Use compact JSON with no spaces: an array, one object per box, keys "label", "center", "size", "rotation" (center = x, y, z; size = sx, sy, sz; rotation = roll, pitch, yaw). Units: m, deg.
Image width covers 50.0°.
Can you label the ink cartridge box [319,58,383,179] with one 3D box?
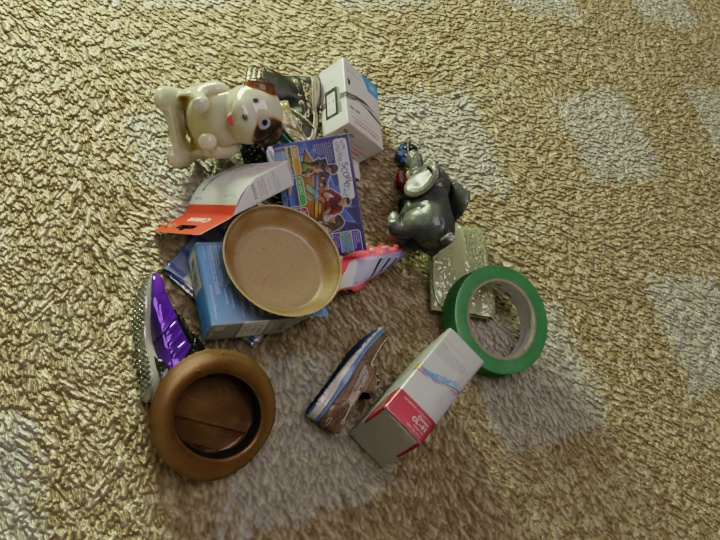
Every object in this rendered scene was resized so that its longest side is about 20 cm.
[{"label":"ink cartridge box","center":[-0.017,-0.293,1.499],"size":[0.116,0.067,0.202],"rotation":[28,48,-46]}]

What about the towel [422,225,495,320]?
[{"label":"towel","center":[0.189,-0.003,1.482],"size":[0.147,0.037,0.202],"rotation":[9,60,-23]}]

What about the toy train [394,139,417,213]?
[{"label":"toy train","center":[0.092,-0.176,1.536],"size":[0.045,0.034,0.202],"rotation":[5,61,-9]}]

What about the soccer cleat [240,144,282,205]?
[{"label":"soccer cleat","center":[-0.156,-0.194,1.415],"size":[0.201,0.068,0.073],"rotation":[55,28,18]}]

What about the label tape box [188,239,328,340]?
[{"label":"label tape box","center":[-0.166,0.028,1.247],"size":[0.198,0.066,0.145],"rotation":[-2,64,-30]}]

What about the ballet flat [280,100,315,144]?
[{"label":"ballet flat","center":[-0.096,-0.221,1.385],"size":[0.071,0.071,0.201],"rotation":[-36,88,-36]}]

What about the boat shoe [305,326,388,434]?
[{"label":"boat shoe","center":[-0.008,0.181,1.268],"size":[0.072,0.072,0.200],"rotation":[42,63,-4]}]

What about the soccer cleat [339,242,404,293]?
[{"label":"soccer cleat","center":[0.000,0.000,1.382],"size":[0.199,0.066,0.077],"rotation":[-16,106,-40]}]

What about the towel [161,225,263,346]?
[{"label":"towel","center":[-0.212,0.015,1.285],"size":[0.199,0.024,0.147],"rotation":[39,53,-1]}]

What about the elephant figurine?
[{"label":"elephant figurine","center":[0.127,-0.140,1.417],"size":[0.153,0.142,0.202],"rotation":[16,77,13]}]

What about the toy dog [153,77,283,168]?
[{"label":"toy dog","center":[-0.221,-0.253,1.317],"size":[0.193,0.198,0.142],"rotation":[-10,97,-53]}]

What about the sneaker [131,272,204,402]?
[{"label":"sneaker","center":[-0.289,0.102,1.177],"size":[0.099,0.069,0.202],"rotation":[4,65,-31]}]

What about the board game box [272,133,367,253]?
[{"label":"board game box","center":[-0.069,-0.125,1.333],"size":[0.134,0.034,0.203],"rotation":[-9,96,-3]}]

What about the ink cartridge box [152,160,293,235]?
[{"label":"ink cartridge box","center":[-0.231,-0.123,1.272],"size":[0.199,0.162,0.058],"rotation":[-28,112,-36]}]

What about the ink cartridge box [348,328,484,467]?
[{"label":"ink cartridge box","center":[0.091,0.206,1.248],"size":[0.086,0.148,0.200],"rotation":[45,54,4]}]

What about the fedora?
[{"label":"fedora","center":[-0.221,0.202,1.119],"size":[0.199,0.081,0.203],"rotation":[-6,100,-35]}]

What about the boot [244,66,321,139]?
[{"label":"boot","center":[-0.154,-0.295,1.460],"size":[0.149,0.073,0.202],"rotation":[10,67,-15]}]

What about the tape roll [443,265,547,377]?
[{"label":"tape roll","center":[0.249,0.093,1.421],"size":[0.198,0.048,0.203],"rotation":[6,75,-23]}]

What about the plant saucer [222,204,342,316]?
[{"label":"plant saucer","center":[-0.126,-0.011,1.226],"size":[0.198,0.035,0.202],"rotation":[13,56,-20]}]
